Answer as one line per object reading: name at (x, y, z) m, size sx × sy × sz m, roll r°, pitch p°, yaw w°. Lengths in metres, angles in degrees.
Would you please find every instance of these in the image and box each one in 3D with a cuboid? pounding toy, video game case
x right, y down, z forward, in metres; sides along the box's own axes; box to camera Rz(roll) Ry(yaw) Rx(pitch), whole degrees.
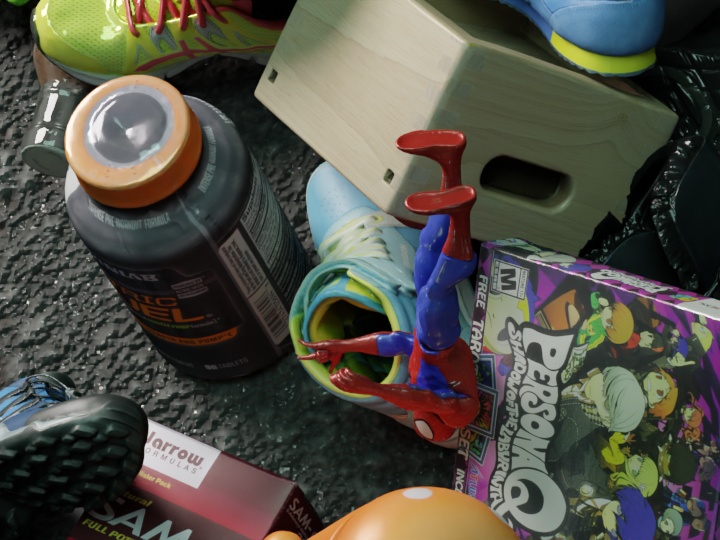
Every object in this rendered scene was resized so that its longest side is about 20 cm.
pounding toy at (0.071, -0.061, 1.594) m, size 0.184 × 0.200 × 0.142 m, roll 43°, pitch 112°, yaw 50°
video game case at (0.122, 0.100, 1.477) m, size 0.181 × 0.036 × 0.200 m, roll 19°, pitch 108°, yaw 44°

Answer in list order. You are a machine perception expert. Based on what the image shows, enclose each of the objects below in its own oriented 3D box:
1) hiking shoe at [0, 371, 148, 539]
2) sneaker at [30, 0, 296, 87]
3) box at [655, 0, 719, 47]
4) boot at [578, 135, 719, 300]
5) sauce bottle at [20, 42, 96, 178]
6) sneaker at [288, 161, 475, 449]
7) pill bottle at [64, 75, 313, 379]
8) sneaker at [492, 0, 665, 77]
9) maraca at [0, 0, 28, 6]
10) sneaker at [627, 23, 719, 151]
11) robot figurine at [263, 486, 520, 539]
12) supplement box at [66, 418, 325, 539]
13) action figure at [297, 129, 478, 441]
hiking shoe at (-0.176, 0.087, 1.592) m, size 0.200 × 0.074 × 0.087 m, roll -24°, pitch 43°, yaw 51°
sneaker at (-0.095, -0.161, 1.714) m, size 0.200 × 0.090 × 0.078 m, roll -7°, pitch 75°, yaw -10°
box at (0.155, -0.227, 1.626) m, size 0.106 × 0.200 × 0.152 m, roll -41°, pitch 79°, yaw -8°
boot at (0.229, -0.013, 1.532) m, size 0.200 × 0.076 × 0.168 m, roll -44°, pitch 99°, yaw -5°
sauce bottle at (-0.165, -0.152, 1.779) m, size 0.065 × 0.065 × 0.200 m, roll 6°, pitch 63°, yaw 19°
sneaker at (0.000, 0.000, 1.601) m, size 0.080 × 0.130 × 0.200 m, roll -43°, pitch 55°, yaw 19°
pill bottle at (-0.099, -0.028, 1.611) m, size 0.106 × 0.200 × 0.106 m, roll -7°, pitch 60°, yaw 13°
sneaker at (0.098, -0.179, 1.581) m, size 0.066 × 0.079 × 0.200 m, roll -18°, pitch 36°, yaw -28°
maraca at (-0.231, -0.237, 1.813) m, size 0.137 × 0.107 × 0.200 m, roll -51°, pitch 44°, yaw 15°
sneaker at (0.215, -0.110, 1.643) m, size 0.200 × 0.091 × 0.076 m, roll -22°, pitch 91°, yaw 26°
robot figurine at (0.018, 0.177, 1.473) m, size 0.117 × 0.200 × 0.144 m, roll -33°, pitch 87°, yaw -31°
supplement box at (-0.118, 0.191, 1.578) m, size 0.109 × 0.061 × 0.200 m, roll 21°, pitch 69°, yaw 26°
action figure at (0.013, 0.021, 1.460) m, size 0.099 × 0.200 × 0.065 m, roll -6°, pitch 47°, yaw 1°
